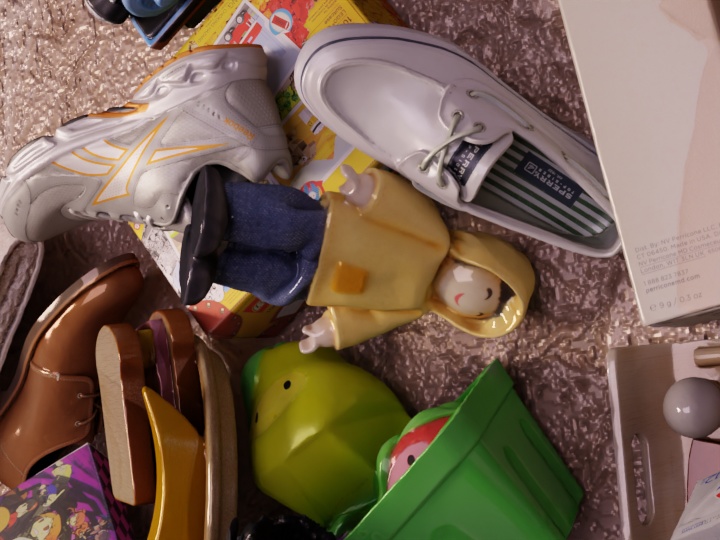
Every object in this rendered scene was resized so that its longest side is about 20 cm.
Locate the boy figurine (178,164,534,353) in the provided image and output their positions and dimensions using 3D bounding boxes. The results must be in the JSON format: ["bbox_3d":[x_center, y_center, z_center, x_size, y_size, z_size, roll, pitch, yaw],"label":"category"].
[{"bbox_3d":[0.000,0.000,0.808,0.065,0.199,0.125,-100,26,-53],"label":"boy figurine"}]

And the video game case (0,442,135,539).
[{"bbox_3d":[-0.214,0.233,0.908,0.181,0.036,0.200,-31,49,5],"label":"video game case"}]

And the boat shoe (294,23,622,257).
[{"bbox_3d":[0.060,-0.068,0.764,0.199,0.067,0.074,21,116,-12],"label":"boat shoe"}]

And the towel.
[{"bbox_3d":[-0.274,0.043,0.994,0.132,0.034,0.201,40,108,57],"label":"towel"}]

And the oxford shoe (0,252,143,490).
[{"bbox_3d":[-0.188,0.072,0.963,0.071,0.071,0.200,45,120,17],"label":"oxford shoe"}]

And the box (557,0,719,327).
[{"bbox_3d":[0.168,-0.076,0.752,0.077,0.095,0.201,-17,82,26],"label":"box"}]

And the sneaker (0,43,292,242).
[{"bbox_3d":[-0.127,-0.050,0.839,0.200,0.076,0.092,-28,80,27],"label":"sneaker"}]

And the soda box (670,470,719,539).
[{"bbox_3d":[0.231,0.182,0.686,0.068,0.063,0.200,-31,95,32],"label":"soda box"}]

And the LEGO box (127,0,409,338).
[{"bbox_3d":[-0.048,-0.079,0.880,0.200,0.077,0.149,-46,68,20],"label":"LEGO box"}]

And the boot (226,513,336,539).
[{"bbox_3d":[-0.016,0.224,0.740,0.198,0.073,0.163,29,107,-5],"label":"boot"}]

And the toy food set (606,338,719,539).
[{"bbox_3d":[0.227,0.101,0.731,0.199,0.060,0.144,-7,85,29],"label":"toy food set"}]

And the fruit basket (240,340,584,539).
[{"bbox_3d":[-0.002,0.123,0.820,0.215,0.155,0.217,3,101,15],"label":"fruit basket"}]

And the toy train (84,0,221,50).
[{"bbox_3d":[-0.082,-0.221,0.882,0.200,0.114,0.087,-45,66,20],"label":"toy train"}]

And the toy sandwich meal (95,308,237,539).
[{"bbox_3d":[-0.121,0.123,0.865,0.070,0.205,0.206,2,89,-15],"label":"toy sandwich meal"}]
